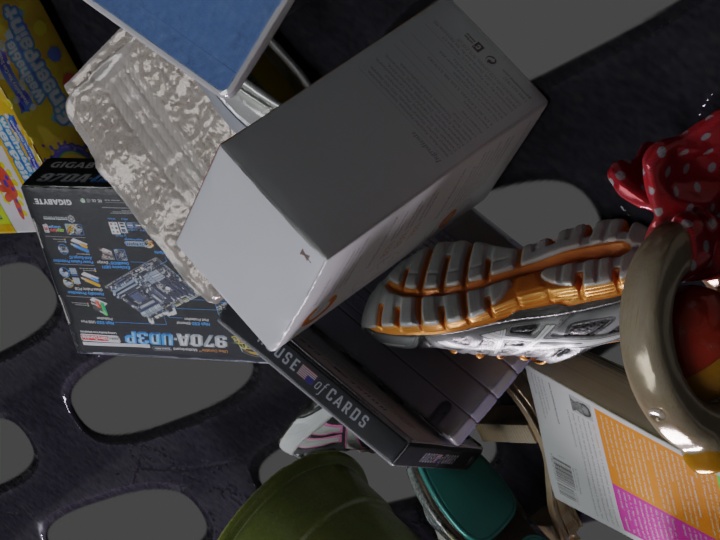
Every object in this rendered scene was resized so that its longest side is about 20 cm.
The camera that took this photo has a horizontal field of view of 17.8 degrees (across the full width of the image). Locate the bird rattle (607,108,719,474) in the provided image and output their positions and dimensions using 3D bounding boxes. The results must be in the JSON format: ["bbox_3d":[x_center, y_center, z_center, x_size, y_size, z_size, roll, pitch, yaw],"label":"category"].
[{"bbox_3d":[0.199,0.019,1.296,0.113,0.163,0.200,-2,130,33],"label":"bird rattle"}]

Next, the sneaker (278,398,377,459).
[{"bbox_3d":[0.004,0.110,1.719,0.086,0.080,0.200,38,155,0],"label":"sneaker"}]

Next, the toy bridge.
[{"bbox_3d":[0.110,0.108,1.616,0.067,0.027,0.200,-5,117,55],"label":"toy bridge"}]

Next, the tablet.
[{"bbox_3d":[-0.124,-0.216,1.549,0.200,0.130,0.014,36,-171,26],"label":"tablet"}]

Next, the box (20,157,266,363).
[{"bbox_3d":[-0.148,-0.008,1.767,0.200,0.046,0.159,1,124,27],"label":"box"}]

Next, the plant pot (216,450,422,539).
[{"bbox_3d":[0.010,0.260,1.667,0.190,0.200,0.200,28,141,31],"label":"plant pot"}]

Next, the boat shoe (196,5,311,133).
[{"bbox_3d":[-0.106,-0.176,1.584,0.202,0.075,0.086,49,149,2],"label":"boat shoe"}]

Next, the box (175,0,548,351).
[{"bbox_3d":[0.000,-0.061,1.430,0.097,0.200,0.124,47,148,10],"label":"box"}]

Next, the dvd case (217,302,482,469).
[{"bbox_3d":[-0.003,0.077,1.524,0.150,0.025,0.200,39,-174,16],"label":"dvd case"}]

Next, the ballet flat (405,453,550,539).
[{"bbox_3d":[0.096,0.197,1.624,0.200,0.072,0.072,43,148,13],"label":"ballet flat"}]

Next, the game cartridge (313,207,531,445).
[{"bbox_3d":[0.032,0.006,1.532,0.200,0.130,0.038,40,175,22],"label":"game cartridge"}]

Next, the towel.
[{"bbox_3d":[-0.123,-0.091,1.662,0.133,0.034,0.200,-43,79,27],"label":"towel"}]

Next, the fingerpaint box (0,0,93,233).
[{"bbox_3d":[-0.288,-0.133,1.872,0.167,0.073,0.200,-1,121,55],"label":"fingerpaint box"}]

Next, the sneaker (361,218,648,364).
[{"bbox_3d":[0.097,0.026,1.449,0.200,0.078,0.077,-7,132,20],"label":"sneaker"}]

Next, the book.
[{"bbox_3d":[0.199,0.137,1.508,0.200,0.048,0.134,26,143,39],"label":"book"}]
